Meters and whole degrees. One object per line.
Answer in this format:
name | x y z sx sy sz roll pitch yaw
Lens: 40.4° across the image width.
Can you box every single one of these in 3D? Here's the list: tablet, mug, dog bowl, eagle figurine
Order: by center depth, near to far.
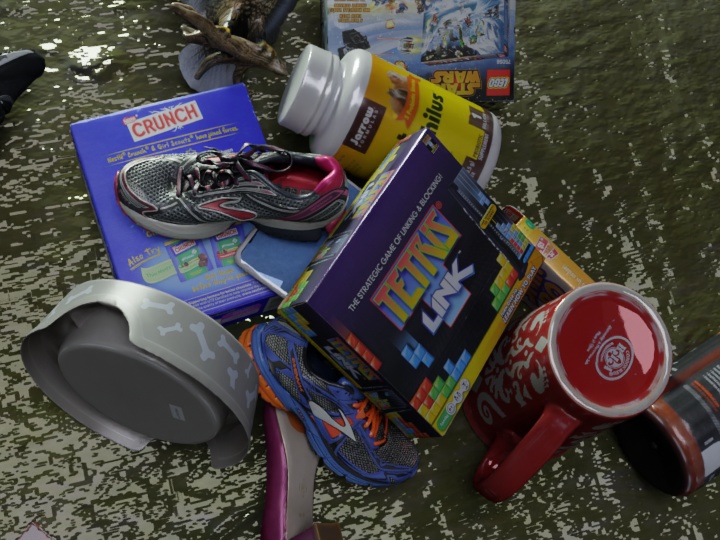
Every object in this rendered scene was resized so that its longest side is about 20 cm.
dog bowl | -0.171 0.084 0.792 0.198 0.201 0.059 25 56 -3
mug | 0.176 0.110 0.846 0.131 0.200 0.181 7 72 -10
tablet | 0.000 0.000 0.871 0.199 0.014 0.131 36 66 -3
eagle figurine | -0.105 -0.278 0.937 0.148 0.152 0.203 -3 61 6

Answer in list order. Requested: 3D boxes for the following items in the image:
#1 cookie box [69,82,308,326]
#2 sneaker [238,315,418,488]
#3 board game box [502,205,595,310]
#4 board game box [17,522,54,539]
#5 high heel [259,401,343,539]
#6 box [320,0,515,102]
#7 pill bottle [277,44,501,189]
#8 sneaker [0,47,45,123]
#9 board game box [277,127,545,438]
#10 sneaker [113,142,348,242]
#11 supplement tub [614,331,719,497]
cookie box | -0.153 -0.050 0.892 0.169 0.075 0.203 -16 78 -18
sneaker | -0.016 0.112 0.839 0.200 0.078 0.076 43 33 -19
board game box | 0.194 0.026 0.930 0.030 0.096 0.200 -42 85 -19
board game box | -0.297 0.317 0.786 0.103 0.019 0.201 39 70 3
high heel | -0.072 0.186 0.862 0.067 0.095 0.202 14 49 -49
box | 0.058 -0.238 0.981 0.196 0.040 0.140 -3 101 -12
pill bottle | 0.026 -0.134 0.918 0.197 0.109 0.111 22 70 -17
sneaker | -0.360 -0.120 0.886 0.199 0.076 0.088 -39 103 -18
board game box | 0.050 0.010 0.825 0.165 0.056 0.201 44 61 -19
sneaker | -0.108 -0.076 0.824 0.196 0.075 0.082 0 65 -6
supplement tub | 0.346 0.120 0.927 0.198 0.107 0.108 -29 81 -17
